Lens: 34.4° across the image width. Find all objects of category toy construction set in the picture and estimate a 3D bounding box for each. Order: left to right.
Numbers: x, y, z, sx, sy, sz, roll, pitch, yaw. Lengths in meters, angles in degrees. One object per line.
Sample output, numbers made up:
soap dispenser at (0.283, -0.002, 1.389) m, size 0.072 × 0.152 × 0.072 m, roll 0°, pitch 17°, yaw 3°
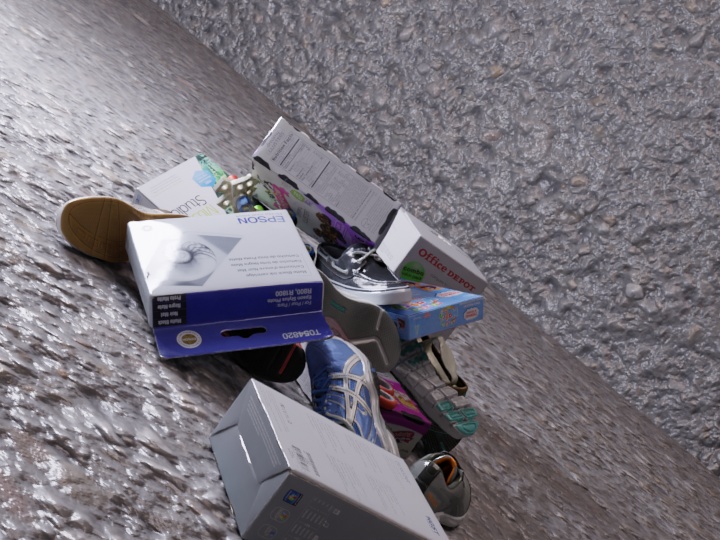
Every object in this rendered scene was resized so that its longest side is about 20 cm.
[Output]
toy construction set at (-0.128, -0.030, 1.532) m, size 0.129 × 0.092 × 0.203 m, roll -6°, pitch 67°, yaw -35°

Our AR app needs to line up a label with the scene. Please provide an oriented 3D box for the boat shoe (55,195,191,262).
boat shoe at (-0.283, -0.047, 1.360) m, size 0.069 × 0.072 × 0.199 m, roll 12°, pitch 0°, yaw 37°

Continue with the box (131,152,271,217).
box at (-0.199, -0.069, 1.618) m, size 0.199 × 0.037 × 0.144 m, roll 41°, pitch 43°, yaw 11°

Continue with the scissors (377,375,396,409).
scissors at (-0.038, 0.098, 1.366) m, size 0.199 × 0.014 × 0.073 m, roll 36°, pitch 14°, yaw 2°

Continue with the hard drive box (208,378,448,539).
hard drive box at (-0.027, 0.206, 1.068) m, size 0.199 × 0.077 × 0.156 m, roll 32°, pitch 12°, yaw -28°

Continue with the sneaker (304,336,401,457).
sneaker at (-0.020, 0.149, 1.280) m, size 0.076 × 0.076 × 0.202 m, roll 17°, pitch 36°, yaw -44°

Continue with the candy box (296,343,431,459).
candy box at (-0.017, 0.137, 1.450) m, size 0.135 × 0.061 × 0.200 m, roll 26°, pitch 16°, yaw -40°

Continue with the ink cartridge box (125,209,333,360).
ink cartridge box at (-0.146, 0.008, 1.279) m, size 0.196 × 0.041 × 0.201 m, roll -6°, pitch 39°, yaw -21°

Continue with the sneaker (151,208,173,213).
sneaker at (-0.193, -0.010, 1.468) m, size 0.200 × 0.071 × 0.075 m, roll 42°, pitch 10°, yaw 19°

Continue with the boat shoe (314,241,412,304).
boat shoe at (0.000, 0.000, 1.495) m, size 0.071 × 0.069 × 0.199 m, roll -4°, pitch 11°, yaw -29°

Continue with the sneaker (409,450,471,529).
sneaker at (0.094, 0.244, 1.318) m, size 0.074 × 0.080 × 0.200 m, roll 38°, pitch 8°, yaw 17°

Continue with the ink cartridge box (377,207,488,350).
ink cartridge box at (0.069, 0.035, 1.802) m, size 0.146 × 0.201 × 0.146 m, roll 32°, pitch 11°, yaw -22°

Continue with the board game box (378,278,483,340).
board game box at (0.041, 0.045, 1.545) m, size 0.198 × 0.037 × 0.150 m, roll 11°, pitch 16°, yaw 44°

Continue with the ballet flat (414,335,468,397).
ballet flat at (0.084, 0.104, 1.593) m, size 0.067 × 0.073 × 0.201 m, roll -10°, pitch 57°, yaw -44°

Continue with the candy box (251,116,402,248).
candy box at (-0.052, -0.099, 1.580) m, size 0.199 × 0.072 × 0.168 m, roll 35°, pitch -14°, yaw 3°

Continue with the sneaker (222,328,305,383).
sneaker at (-0.141, 0.052, 1.366) m, size 0.199 × 0.074 × 0.087 m, roll 38°, pitch 9°, yaw -1°

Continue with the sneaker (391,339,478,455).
sneaker at (0.064, 0.164, 1.537) m, size 0.077 × 0.092 × 0.201 m, roll -7°, pitch 50°, yaw -47°

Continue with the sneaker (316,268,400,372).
sneaker at (-0.031, 0.054, 1.418) m, size 0.199 × 0.071 × 0.080 m, roll 39°, pitch -17°, yaw -24°
